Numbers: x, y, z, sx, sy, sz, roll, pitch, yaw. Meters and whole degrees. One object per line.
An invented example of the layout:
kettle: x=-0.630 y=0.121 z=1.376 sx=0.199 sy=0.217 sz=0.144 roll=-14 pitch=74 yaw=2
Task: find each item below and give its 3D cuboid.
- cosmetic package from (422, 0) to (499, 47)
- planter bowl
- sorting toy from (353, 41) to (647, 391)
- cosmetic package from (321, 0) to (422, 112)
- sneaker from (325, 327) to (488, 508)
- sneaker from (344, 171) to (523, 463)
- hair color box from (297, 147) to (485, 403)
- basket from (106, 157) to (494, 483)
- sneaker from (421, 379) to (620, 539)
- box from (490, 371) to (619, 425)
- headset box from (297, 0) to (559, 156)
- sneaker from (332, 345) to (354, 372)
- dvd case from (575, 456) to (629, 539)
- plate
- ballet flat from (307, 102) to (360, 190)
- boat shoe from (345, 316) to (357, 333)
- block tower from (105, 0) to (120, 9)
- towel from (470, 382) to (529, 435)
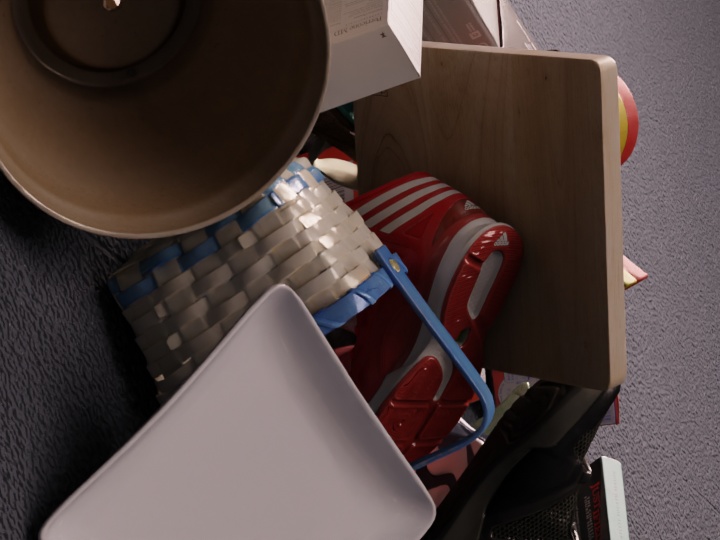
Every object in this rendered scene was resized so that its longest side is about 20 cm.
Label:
cosmetic package: x=-0.011 y=-0.172 z=1.679 sx=0.107 sy=0.199 sz=0.090 roll=-93 pitch=157 yaw=-43
planter bowl: x=-0.129 y=-0.135 z=1.401 sx=0.201 sy=0.200 sz=0.135 roll=60 pitch=-2 yaw=-29
sorting toy: x=0.094 y=-0.043 z=1.559 sx=0.069 sy=0.198 sz=0.201 roll=-17 pitch=109 yaw=-45
cosmetic package: x=-0.060 y=-0.126 z=1.514 sx=0.051 sy=0.199 sz=0.083 roll=56 pitch=26 yaw=-37
sneaker: x=0.019 y=0.136 z=1.686 sx=0.199 sy=0.130 sz=0.079 roll=39 pitch=9 yaw=24
sneaker: x=0.020 y=0.029 z=1.560 sx=0.078 sy=0.201 sz=0.116 roll=6 pitch=30 yaw=-47
hair color box: x=0.021 y=0.007 z=1.805 sx=0.200 sy=0.064 sz=0.111 roll=51 pitch=28 yaw=-46
basket: x=-0.037 y=0.045 z=1.470 sx=0.201 sy=0.176 sz=0.139 roll=61 pitch=19 yaw=1
sneaker: x=0.122 y=0.150 z=1.580 sx=0.114 sy=0.200 sz=0.076 roll=33 pitch=7 yaw=-10
box: x=0.145 y=0.029 z=1.959 sx=0.200 sy=0.102 sz=0.095 roll=79 pitch=6 yaw=-46
headset box: x=0.062 y=-0.109 z=1.809 sx=0.149 sy=0.199 sz=0.075 roll=50 pitch=30 yaw=-43
sneaker: x=-0.001 y=0.141 z=1.606 sx=0.074 sy=0.086 sz=0.201 roll=14 pitch=61 yaw=-65
dvd case: x=0.112 y=0.232 z=1.679 sx=0.022 sy=0.200 sz=0.147 roll=20 pitch=48 yaw=-28
plate: x=-0.069 y=0.138 z=1.388 sx=0.200 sy=0.032 sz=0.200 roll=-46 pitch=125 yaw=-19
ballet flat: x=-0.014 y=-0.095 z=1.639 sx=0.200 sy=0.072 sz=0.068 roll=34 pitch=34 yaw=-40
boat shoe: x=0.000 y=0.000 z=1.656 sx=0.200 sy=0.065 sz=0.074 roll=39 pitch=5 yaw=-23
block tower: x=-0.145 y=-0.194 z=1.563 sx=0.054 sy=0.058 sz=0.200 roll=60 pitch=26 yaw=-28
towel: x=0.081 y=0.194 z=1.705 sx=0.023 sy=0.152 sz=0.201 roll=19 pitch=50 yaw=-30
